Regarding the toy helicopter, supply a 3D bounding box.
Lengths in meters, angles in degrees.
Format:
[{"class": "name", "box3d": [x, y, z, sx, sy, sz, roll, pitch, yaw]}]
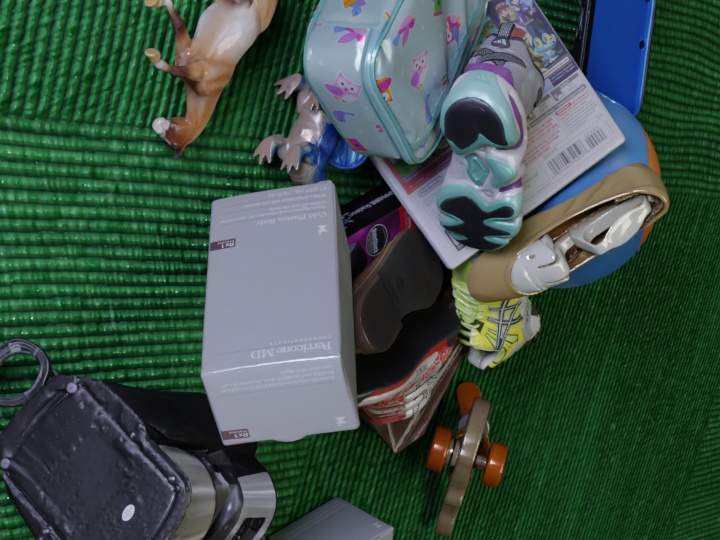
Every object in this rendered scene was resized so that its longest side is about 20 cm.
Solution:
[{"class": "toy helicopter", "box3d": [0.110, 0.215, 1.490, 0.132, 0.079, 0.200, -72, 175, -47]}]

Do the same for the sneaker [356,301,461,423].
[{"class": "sneaker", "box3d": [0.015, 0.108, 1.250, 0.201, 0.067, 0.108, -29, 148, -48]}]

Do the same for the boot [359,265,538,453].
[{"class": "boot", "box3d": [0.091, 0.110, 1.417, 0.186, 0.064, 0.200, 36, 76, -42]}]

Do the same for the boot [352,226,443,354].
[{"class": "boot", "box3d": [0.013, 0.016, 1.193, 0.200, 0.075, 0.074, -42, 113, -55]}]

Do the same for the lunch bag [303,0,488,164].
[{"class": "lunch bag", "box3d": [0.038, -0.196, 1.088, 0.200, 0.077, 0.160, -66, 149, -21]}]

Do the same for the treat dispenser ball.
[{"class": "treat dispenser ball", "box3d": [0.195, -0.082, 1.332, 0.201, 0.201, 0.201, -28, 128, -42]}]

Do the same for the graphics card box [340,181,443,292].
[{"class": "graphics card box", "box3d": [0.000, 0.000, 1.254, 0.200, 0.051, 0.126, -30, 131, -39]}]

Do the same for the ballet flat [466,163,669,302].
[{"class": "ballet flat", "box3d": [0.185, -0.027, 1.206, 0.200, 0.063, 0.069, -35, 123, 5]}]

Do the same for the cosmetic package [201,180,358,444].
[{"class": "cosmetic package", "box3d": [-0.061, 0.031, 1.043, 0.200, 0.107, 0.090, -96, 175, -50]}]

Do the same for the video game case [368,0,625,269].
[{"class": "video game case", "box3d": [0.107, -0.131, 1.203, 0.200, 0.023, 0.182, -36, 101, -2]}]

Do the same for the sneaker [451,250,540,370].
[{"class": "sneaker", "box3d": [0.123, 0.035, 1.310, 0.076, 0.075, 0.200, -51, 144, -13]}]

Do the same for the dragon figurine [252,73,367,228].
[{"class": "dragon figurine", "box3d": [-0.028, -0.120, 1.145, 0.099, 0.059, 0.200, 19, 88, -55]}]

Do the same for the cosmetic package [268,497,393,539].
[{"class": "cosmetic package", "box3d": [-0.033, 0.344, 1.364, 0.107, 0.090, 0.200, -21, 121, -45]}]

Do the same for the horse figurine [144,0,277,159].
[{"class": "horse figurine", "box3d": [-0.107, -0.193, 1.010, 0.200, 0.050, 0.133, -65, 157, -14]}]

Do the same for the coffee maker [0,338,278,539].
[{"class": "coffee maker", "box3d": [-0.167, 0.139, 1.025, 0.135, 0.192, 0.200, -25, 166, 11]}]

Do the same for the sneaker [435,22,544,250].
[{"class": "sneaker", "box3d": [0.120, -0.120, 1.146, 0.200, 0.078, 0.140, 90, 20, -53]}]

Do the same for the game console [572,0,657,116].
[{"class": "game console", "box3d": [0.291, -0.261, 1.414, 0.171, 0.118, 0.200, -5, 105, -52]}]
